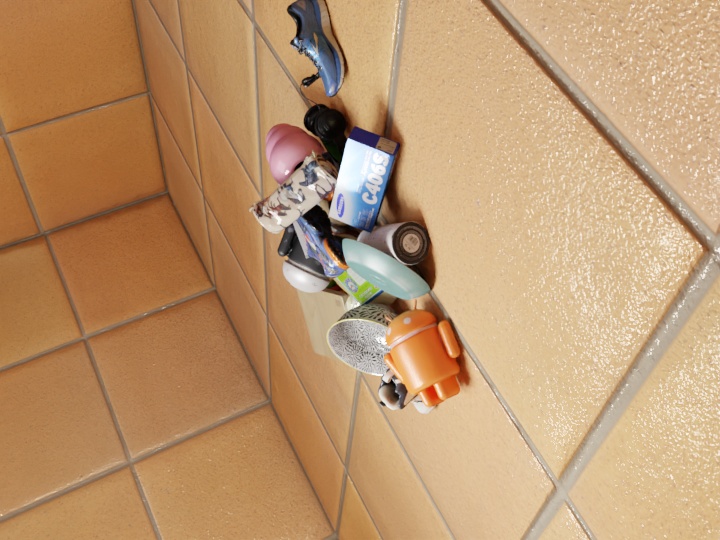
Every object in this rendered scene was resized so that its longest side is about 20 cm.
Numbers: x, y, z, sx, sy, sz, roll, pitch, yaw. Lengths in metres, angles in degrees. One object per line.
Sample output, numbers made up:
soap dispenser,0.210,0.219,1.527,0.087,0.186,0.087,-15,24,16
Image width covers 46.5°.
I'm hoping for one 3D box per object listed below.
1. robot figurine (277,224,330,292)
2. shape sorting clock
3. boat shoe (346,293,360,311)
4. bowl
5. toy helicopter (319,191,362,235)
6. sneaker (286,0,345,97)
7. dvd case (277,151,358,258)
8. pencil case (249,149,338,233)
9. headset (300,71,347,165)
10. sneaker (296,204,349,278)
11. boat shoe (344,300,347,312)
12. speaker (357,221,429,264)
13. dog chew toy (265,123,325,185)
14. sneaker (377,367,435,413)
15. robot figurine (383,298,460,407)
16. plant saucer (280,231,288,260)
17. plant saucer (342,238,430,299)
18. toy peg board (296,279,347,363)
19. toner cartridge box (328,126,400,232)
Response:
robot figurine,-0.103,-0.048,1.955,0.149,0.202,0.125,25,-177,13
shape sorting clock,0.000,0.000,1.826,0.199,0.039,0.201,29,143,24
boat shoe,0.028,0.139,1.946,0.066,0.074,0.202,-7,111,45
bowl,0.033,0.135,1.842,0.202,0.198,0.095,90,-163,-51
toy helicopter,-0.020,-0.106,1.798,0.200,0.078,0.133,43,130,23
sneaker,-0.093,-0.437,1.651,0.202,0.088,0.078,70,162,-4
dvd case,-0.090,-0.148,1.870,0.025,0.149,0.202,-18,-94,-78
pencil case,-0.134,-0.157,1.706,0.090,0.199,0.078,50,-160,-8
headset,-0.064,-0.318,1.759,0.201,0.093,0.123,61,169,-28
sneaker,-0.093,-0.065,1.769,0.201,0.075,0.079,56,130,24
boat shoe,0.009,0.159,2.027,0.065,0.071,0.203,-152,50,-64
speaker,0.060,-0.052,1.642,0.200,0.080,0.082,0,110,70
dog chew toy,-0.150,-0.256,1.810,0.200,0.123,0.126,-125,22,-50
sneaker,0.091,0.260,1.767,0.079,0.129,0.200,35,151,33
robot figurine,0.119,0.164,1.643,0.202,0.115,0.144,65,162,12
plant saucer,-0.154,-0.101,2.063,0.200,0.037,0.203,6,-90,-75
plant saucer,0.043,0.006,1.639,0.198,0.036,0.200,29,171,5
toy peg board,-0.050,0.121,2.152,0.198,0.097,0.202,12,123,50
toner cartridge box,0.005,-0.170,1.598,0.094,0.043,0.201,22,136,5
